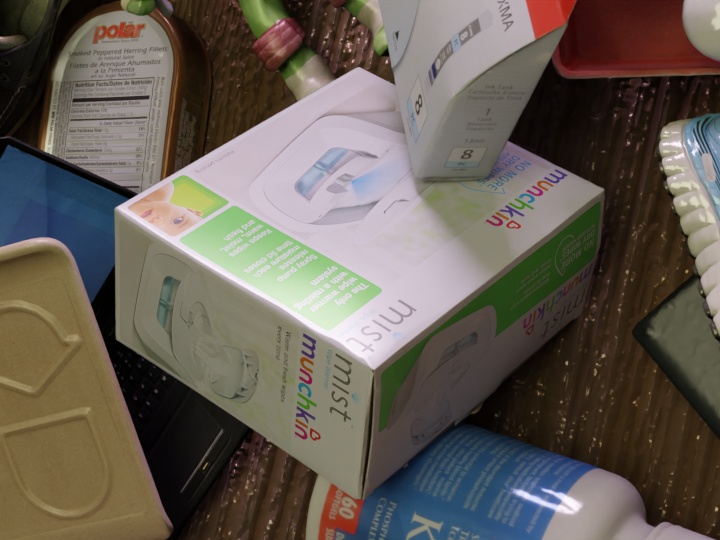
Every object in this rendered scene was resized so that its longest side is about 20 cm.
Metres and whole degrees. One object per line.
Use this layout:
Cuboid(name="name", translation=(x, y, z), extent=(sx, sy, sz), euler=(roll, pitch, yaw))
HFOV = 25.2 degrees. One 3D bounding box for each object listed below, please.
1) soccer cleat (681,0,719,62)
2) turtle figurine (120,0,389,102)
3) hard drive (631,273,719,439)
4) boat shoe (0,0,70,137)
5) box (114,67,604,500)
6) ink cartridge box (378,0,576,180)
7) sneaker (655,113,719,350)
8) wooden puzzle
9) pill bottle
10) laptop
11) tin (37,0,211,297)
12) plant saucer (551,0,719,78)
Cuboid(name="soccer cleat", translation=(0.255, -0.163, 0.795), extent=(0.200, 0.086, 0.070), euler=(-21, 79, -6))
Cuboid(name="turtle figurine", translation=(-0.065, -0.187, 0.945), extent=(0.144, 0.200, 0.194), euler=(-43, 88, -22))
Cuboid(name="hard drive", translation=(0.252, 0.060, 0.819), extent=(0.140, 0.033, 0.200), euler=(-43, 65, 12))
Cuboid(name="boat shoe", translation=(-0.234, -0.161, 1.053), extent=(0.072, 0.066, 0.201), euler=(35, 115, 4))
Cuboid(name="box", translation=(0.000, 0.000, 0.859), extent=(0.176, 0.200, 0.097), euler=(30, 135, 29))
Cuboid(name="ink cartridge box", translation=(0.057, -0.164, 0.799), extent=(0.047, 0.200, 0.160), euler=(-1, 60, -14))
Cuboid(name="sneaker", translation=(0.214, 0.003, 0.789), extent=(0.090, 0.078, 0.200), euler=(-21, 71, 17))
Cuboid(name="wooden puzzle", translation=(-0.221, 0.086, 0.965), extent=(0.185, 0.046, 0.200), euler=(-14, 106, 19))
Cuboid(name="pill bottle", translation=(0.081, 0.146, 0.839), extent=(0.200, 0.112, 0.112), euler=(16, 86, 28))
Cuboid(name="laptop", translation=(-0.166, 0.049, 0.966), extent=(0.200, 0.103, 0.177), euler=(46, 115, 26))
Cuboid(name="tin", translation=(-0.157, -0.078, 1.046), extent=(0.112, 0.042, 0.201), euler=(1, 80, 22))
Cuboid(name="plant saucer", translation=(0.193, -0.194, 0.862), extent=(0.199, 0.037, 0.200), euler=(-2, 76, -2))
